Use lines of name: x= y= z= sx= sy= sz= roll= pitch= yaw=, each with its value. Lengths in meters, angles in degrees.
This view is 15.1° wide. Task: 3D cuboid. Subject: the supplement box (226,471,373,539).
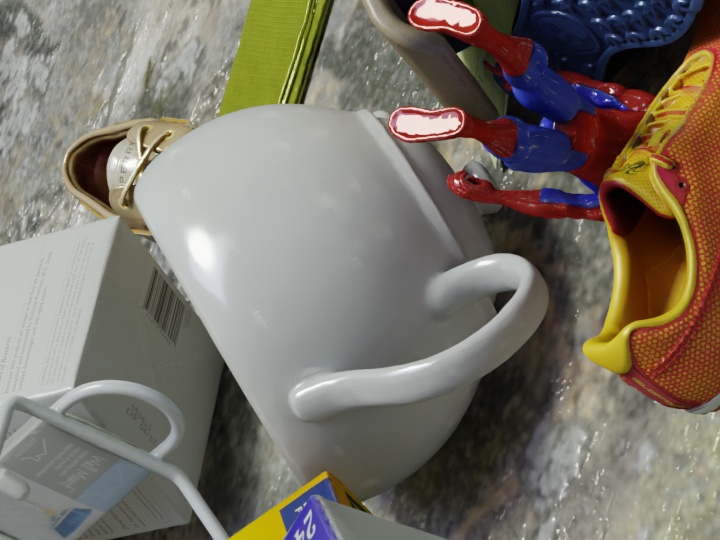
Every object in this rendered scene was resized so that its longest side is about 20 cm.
supplement box: x=-0.052 y=0.202 z=1.156 sx=0.199 sy=0.110 sz=0.109 roll=-35 pitch=39 yaw=8

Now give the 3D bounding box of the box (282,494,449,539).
box: x=0.059 y=0.199 z=0.967 sx=0.105 sy=0.183 sz=0.200 roll=-58 pitch=32 yaw=20

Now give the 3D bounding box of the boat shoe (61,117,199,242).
boat shoe: x=-0.108 y=-0.047 z=1.474 sx=0.200 sy=0.069 sz=0.074 roll=0 pitch=73 yaw=62

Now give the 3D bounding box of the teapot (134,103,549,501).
teapot: x=0.000 y=0.000 z=1.222 sx=0.145 sy=0.198 sz=0.201 roll=-30 pitch=69 yaw=-1

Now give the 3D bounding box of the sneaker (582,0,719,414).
sneaker: x=0.137 y=-0.045 z=1.079 sx=0.073 sy=0.077 sz=0.201 roll=-27 pitch=43 yaw=52

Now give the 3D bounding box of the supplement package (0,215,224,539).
supplement package: x=-0.192 y=0.070 z=1.435 sx=0.199 sy=0.121 sz=0.120 roll=-13 pitch=45 yaw=25

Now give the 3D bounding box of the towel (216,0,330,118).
towel: x=-0.058 y=-0.101 z=1.508 sx=0.086 sy=0.018 sz=0.201 roll=10 pitch=82 yaw=60

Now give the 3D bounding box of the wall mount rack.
wall mount rack: x=-0.135 y=0.142 z=1.355 sx=0.200 sy=0.173 sz=0.075 roll=-41 pitch=30 yaw=43

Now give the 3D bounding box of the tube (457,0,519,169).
tube: x=0.053 y=-0.150 z=1.313 sx=0.052 sy=0.058 sz=0.201 roll=-30 pitch=48 yaw=24

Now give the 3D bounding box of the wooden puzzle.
wooden puzzle: x=0.002 y=-0.166 z=1.188 sx=0.046 sy=0.185 sz=0.201 roll=-31 pitch=78 yaw=6

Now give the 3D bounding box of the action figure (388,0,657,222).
action figure: x=0.058 y=-0.061 z=1.099 sx=0.098 sy=0.200 sz=0.066 roll=9 pitch=85 yaw=35

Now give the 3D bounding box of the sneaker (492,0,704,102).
sneaker: x=0.108 y=-0.130 z=1.143 sx=0.078 sy=0.070 sz=0.200 roll=-63 pitch=6 yaw=-19
